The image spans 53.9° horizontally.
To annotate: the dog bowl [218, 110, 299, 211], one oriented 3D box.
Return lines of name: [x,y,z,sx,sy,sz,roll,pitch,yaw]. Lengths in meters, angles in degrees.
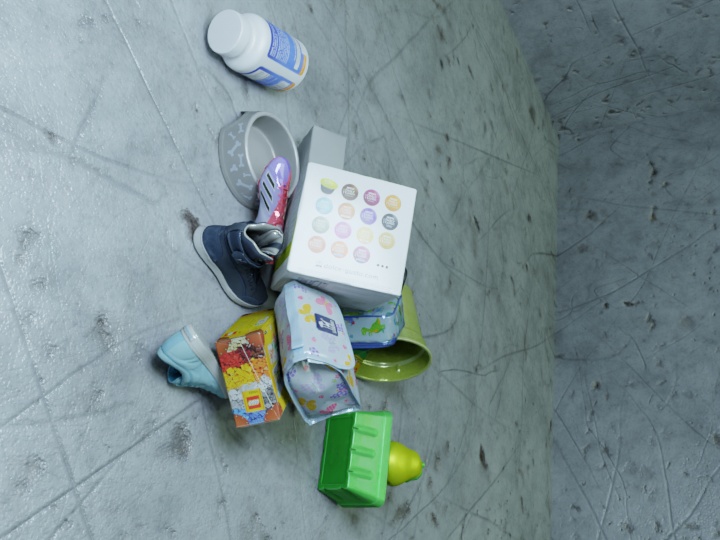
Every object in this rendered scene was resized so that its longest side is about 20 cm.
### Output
dog bowl: [-0.191,-0.219,1.384,0.200,0.059,0.200,24,62,-56]

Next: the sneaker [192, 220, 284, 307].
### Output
sneaker: [-0.184,-0.008,1.255,0.202,0.146,0.077,56,37,-41]

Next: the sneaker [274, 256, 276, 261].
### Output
sneaker: [-0.134,0.021,1.415,0.201,0.067,0.108,53,48,-32]

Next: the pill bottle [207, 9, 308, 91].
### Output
pill bottle: [-0.198,-0.427,1.367,0.200,0.112,0.112,10,75,-60]

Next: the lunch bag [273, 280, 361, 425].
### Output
lunch bag: [-0.077,0.137,1.210,0.200,0.127,0.170,68,4,-46]

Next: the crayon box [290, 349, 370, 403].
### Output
crayon box: [-0.069,0.211,1.435,0.200,0.051,0.127,-14,139,-60]

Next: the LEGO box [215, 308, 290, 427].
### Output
LEGO box: [-0.174,0.161,1.225,0.200,0.077,0.149,-68,146,-81]

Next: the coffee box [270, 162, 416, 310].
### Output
coffee box: [-0.035,-0.054,1.277,0.200,0.199,0.198,143,-41,-72]

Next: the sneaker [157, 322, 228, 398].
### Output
sneaker: [-0.271,0.160,1.154,0.074,0.082,0.200,54,-11,39]

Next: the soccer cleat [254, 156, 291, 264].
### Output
soccer cleat: [-0.161,-0.109,1.312,0.067,0.076,0.200,6,108,-47]

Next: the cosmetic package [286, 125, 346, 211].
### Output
cosmetic package: [-0.093,-0.187,1.472,0.090,0.107,0.200,19,61,-20]

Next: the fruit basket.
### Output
fruit basket: [0.026,0.405,1.514,0.215,0.155,0.216,18,64,-42]

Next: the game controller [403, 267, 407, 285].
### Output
game controller: [0.012,-0.012,1.610,0.200,0.042,0.104,27,56,-5]

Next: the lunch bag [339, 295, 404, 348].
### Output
lunch bag: [0.004,0.100,1.448,0.200,0.160,0.083,-53,141,-75]

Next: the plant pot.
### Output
plant pot: [0.060,0.131,1.639,0.200,0.200,0.184,47,32,-46]
